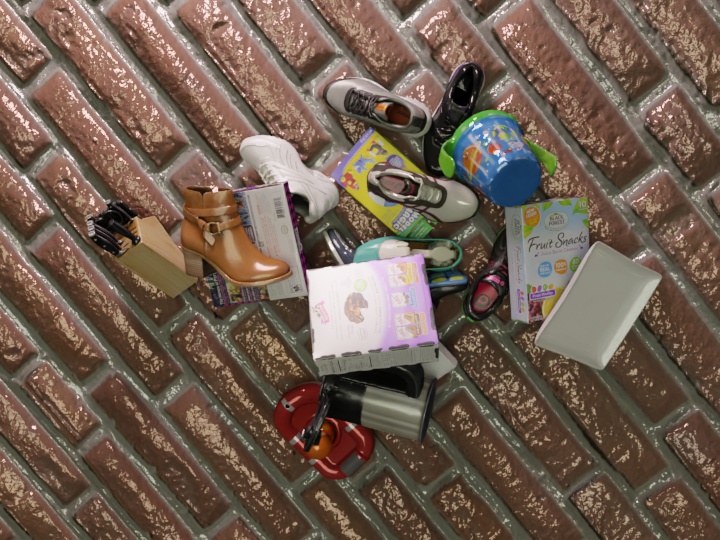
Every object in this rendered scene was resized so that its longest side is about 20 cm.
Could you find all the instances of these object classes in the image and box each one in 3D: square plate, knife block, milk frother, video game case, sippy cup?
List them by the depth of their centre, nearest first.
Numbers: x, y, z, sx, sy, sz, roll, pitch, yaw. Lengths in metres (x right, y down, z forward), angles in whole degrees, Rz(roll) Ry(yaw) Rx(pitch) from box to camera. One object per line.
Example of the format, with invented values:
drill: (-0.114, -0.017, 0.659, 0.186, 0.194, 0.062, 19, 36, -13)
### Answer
sippy cup: (0.229, -0.175, 1.302, 0.177, 0.130, 0.140, -31, 131, 4)
milk frother: (0.016, 0.241, 1.333, 0.187, 0.181, 0.201, 12, 62, 13)
square plate: (0.403, 0.062, 1.353, 0.198, 0.028, 0.200, 21, 103, -35)
video game case: (-0.191, -0.043, 1.367, 0.181, 0.036, 0.201, -8, 106, 14)
knife block: (-0.394, -0.033, 1.409, 0.064, 0.176, 0.200, -34, 95, 12)

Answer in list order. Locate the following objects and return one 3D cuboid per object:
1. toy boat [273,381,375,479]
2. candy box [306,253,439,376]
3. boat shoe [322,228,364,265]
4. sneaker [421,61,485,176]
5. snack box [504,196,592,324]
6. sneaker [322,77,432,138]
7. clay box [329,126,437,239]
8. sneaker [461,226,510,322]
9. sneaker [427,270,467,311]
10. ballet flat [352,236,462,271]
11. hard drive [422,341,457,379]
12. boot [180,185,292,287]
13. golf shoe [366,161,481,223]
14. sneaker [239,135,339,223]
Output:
toy boat: (-0.072, 0.302, 1.450, 0.200, 0.131, 0.131, 45, 102, -2)
candy box: (0.018, 0.072, 1.292, 0.199, 0.072, 0.168, -8, 60, 2)
boat shoe: (0.000, 0.000, 1.403, 0.062, 0.075, 0.200, -33, 66, -2)
sneaker: (0.152, -0.258, 1.344, 0.075, 0.088, 0.201, 18, 102, 3)
snack box: (0.322, -0.019, 1.351, 0.142, 0.053, 0.201, -9, 100, -26)
sneaker: (0.024, -0.285, 1.354, 0.200, 0.079, 0.074, 21, 103, 18)
clay box: (0.059, -0.146, 1.397, 0.200, 0.048, 0.115, 41, 102, 0)
sneaker: (0.246, 0.008, 1.380, 0.077, 0.084, 0.201, 26, 100, 1)
sneaker: (0.108, 0.063, 1.421, 0.199, 0.071, 0.083, -31, 100, 17)
ballet flat: (0.088, -0.030, 1.363, 0.199, 0.070, 0.068, -2, 81, -20)
hard drive: (0.058, 0.172, 1.428, 0.132, 0.027, 0.200, 46, 120, -7)
boot: (-0.207, -0.060, 1.311, 0.199, 0.077, 0.156, 10, 110, 21)
golf shoe: (0.105, -0.125, 1.328, 0.199, 0.088, 0.077, 15, 98, 1)
sneaker: (-0.136, -0.159, 1.384, 0.200, 0.099, 0.078, 35, 138, 2)
